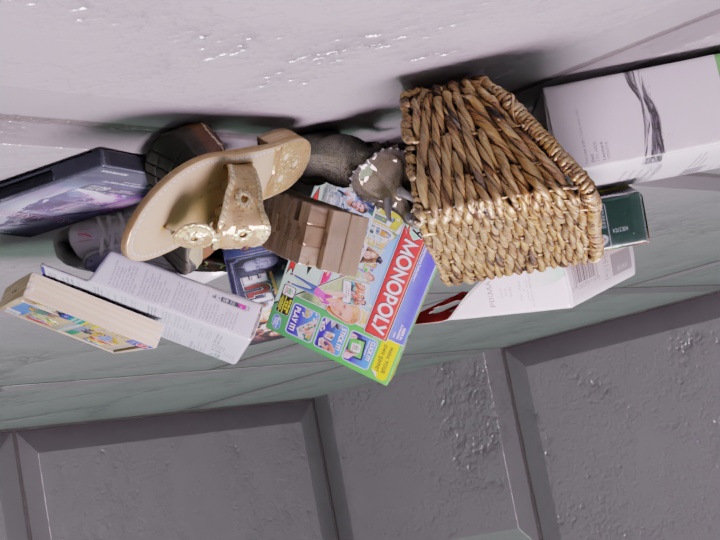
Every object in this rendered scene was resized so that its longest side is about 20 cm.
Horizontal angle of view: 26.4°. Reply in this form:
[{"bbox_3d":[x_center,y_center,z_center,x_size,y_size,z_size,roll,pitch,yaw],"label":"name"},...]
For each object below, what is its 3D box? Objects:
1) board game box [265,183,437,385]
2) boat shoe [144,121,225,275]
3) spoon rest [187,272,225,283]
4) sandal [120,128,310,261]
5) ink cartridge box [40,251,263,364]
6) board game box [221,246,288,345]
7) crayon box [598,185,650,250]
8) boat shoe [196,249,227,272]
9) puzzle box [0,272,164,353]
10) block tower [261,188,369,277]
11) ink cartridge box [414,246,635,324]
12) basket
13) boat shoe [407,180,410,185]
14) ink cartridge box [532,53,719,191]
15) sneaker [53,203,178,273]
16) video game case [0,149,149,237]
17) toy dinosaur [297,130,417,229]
[{"bbox_3d":[0.000,0.000,1.451,0.134,0.200,0.029,26,-147,8],"label":"board game box"},{"bbox_3d":[-0.137,-0.071,1.312,0.074,0.076,0.200,-34,167,-24],"label":"boat shoe"},{"bbox_3d":[-0.200,0.002,1.729,0.199,0.061,0.099,-13,171,16],"label":"spoon rest"},{"bbox_3d":[-0.091,-0.053,1.213,0.212,0.070,0.078,-34,146,-46],"label":"sandal"},{"bbox_3d":[-0.197,0.028,1.446,0.200,0.043,0.196,22,168,-5],"label":"ink cartridge box"},{"bbox_3d":[-0.067,0.008,1.570,0.135,0.035,0.200,-12,153,-4],"label":"board game box"},{"bbox_3d":[0.202,-0.048,1.474,0.127,0.051,0.200,-11,-174,6],"label":"crayon box"},{"bbox_3d":[-0.126,-0.030,1.575,0.200,0.071,0.070,-7,174,-24],"label":"boat shoe"},{"bbox_3d":[-0.273,0.044,1.480,0.133,0.025,0.200,22,168,-16],"label":"puzzle box"},{"bbox_3d":[-0.064,-0.043,1.373,0.054,0.058,0.200,12,-176,-29],"label":"block tower"},{"bbox_3d":[0.147,0.009,1.500,0.200,0.050,0.161,-5,-171,33],"label":"ink cartridge box"},{"bbox_3d":[0.120,-0.085,1.278,0.149,0.143,0.200,-9,162,9],"label":"basket"},{"bbox_3d":[0.047,-0.030,1.488,0.065,0.072,0.200,-4,129,-30],"label":"boat shoe"},{"bbox_3d":[0.258,-0.129,1.373,0.199,0.085,0.146,-10,173,0],"label":"ink cartridge box"},{"bbox_3d":[-0.223,-0.030,1.458,0.099,0.078,0.200,2,164,-42],"label":"sneaker"},{"bbox_3d":[-0.264,-0.066,1.362,0.200,0.019,0.143,-16,170,26],"label":"video game case"},{"bbox_3d":[-0.022,-0.095,1.336,0.200,0.077,0.102,20,178,19],"label":"toy dinosaur"}]
